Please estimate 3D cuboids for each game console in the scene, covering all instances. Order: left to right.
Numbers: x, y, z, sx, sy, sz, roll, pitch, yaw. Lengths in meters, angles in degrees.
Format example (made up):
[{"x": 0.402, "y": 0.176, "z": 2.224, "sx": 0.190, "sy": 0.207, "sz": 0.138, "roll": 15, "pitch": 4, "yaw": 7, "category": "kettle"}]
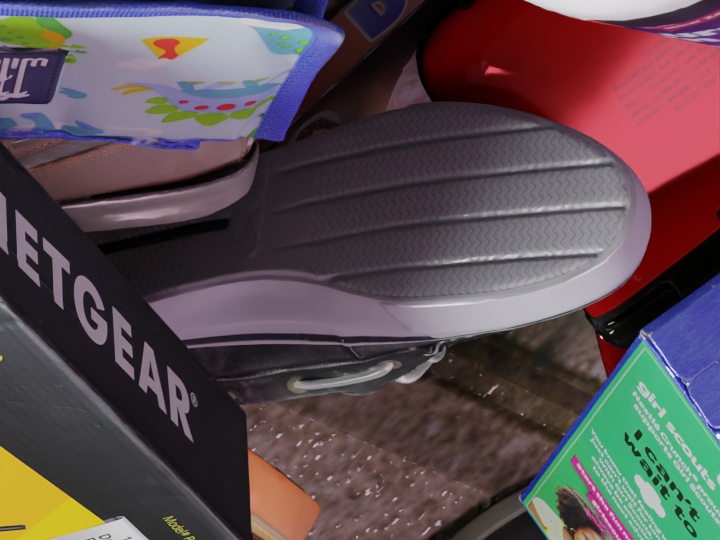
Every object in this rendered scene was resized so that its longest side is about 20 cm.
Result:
[{"x": 0.129, "y": -0.070, "z": 0.939, "sx": 0.200, "sy": 0.119, "sz": 0.172, "roll": -38, "pitch": 106, "yaw": -3, "category": "game console"}]

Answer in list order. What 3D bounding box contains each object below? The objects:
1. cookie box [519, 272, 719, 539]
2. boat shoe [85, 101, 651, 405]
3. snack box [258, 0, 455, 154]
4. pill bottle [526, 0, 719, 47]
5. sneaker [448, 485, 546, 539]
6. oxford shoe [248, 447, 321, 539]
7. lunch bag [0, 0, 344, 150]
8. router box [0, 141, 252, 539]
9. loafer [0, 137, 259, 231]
[{"x": 0.151, "y": 0.031, "z": 0.933, "sx": 0.171, "sy": 0.075, "sz": 0.200, "roll": -34, "pitch": 168, "yaw": -16, "category": "cookie box"}, {"x": 0.000, "y": 0.000, "z": 0.880, "sx": 0.200, "sy": 0.072, "sz": 0.071, "roll": -5, "pitch": 147, "yaw": 28, "category": "boat shoe"}, {"x": 0.050, "y": -0.092, "z": 0.927, "sx": 0.200, "sy": 0.024, "sz": 0.072, "roll": -42, "pitch": 143, "yaw": 3, "category": "snack box"}, {"x": 0.079, "y": -0.117, "z": 0.751, "sx": 0.111, "sy": 0.111, "sz": 0.200, "roll": -53, "pitch": 159, "yaw": 17, "category": "pill bottle"}, {"x": 0.114, "y": 0.131, "z": 1.131, "sx": 0.200, "sy": 0.106, "sz": 0.075, "roll": -22, "pitch": 139, "yaw": -21, "category": "sneaker"}, {"x": -0.102, "y": 0.052, "z": 0.862, "sx": 0.200, "sy": 0.071, "sz": 0.073, "roll": 35, "pitch": 80, "yaw": -25, "category": "oxford shoe"}, {"x": -0.089, "y": -0.107, "z": 0.695, "sx": 0.170, "sy": 0.128, "sz": 0.200, "roll": 0, "pitch": 137, "yaw": -11, "category": "lunch bag"}, {"x": -0.134, "y": 0.029, "z": 0.746, "sx": 0.149, "sy": 0.051, "sz": 0.200, "roll": -15, "pitch": 147, "yaw": 16, "category": "router box"}, {"x": -0.113, "y": -0.043, "z": 0.804, "sx": 0.200, "sy": 0.072, "sz": 0.063, "roll": -11, "pitch": 135, "yaw": -34, "category": "loafer"}]
